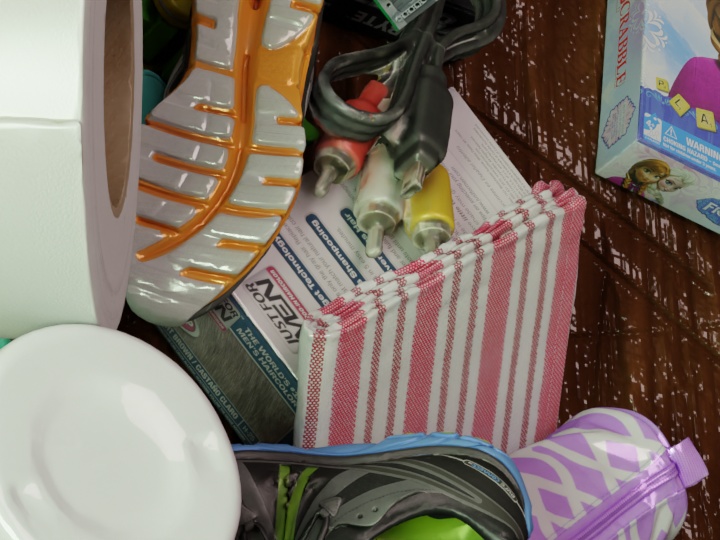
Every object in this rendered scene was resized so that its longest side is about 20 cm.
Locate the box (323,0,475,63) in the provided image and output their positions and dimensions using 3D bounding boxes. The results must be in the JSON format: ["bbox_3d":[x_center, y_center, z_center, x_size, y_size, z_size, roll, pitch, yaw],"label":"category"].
[{"bbox_3d":[-0.021,-0.226,1.551,0.199,0.050,0.199,17,54,-27],"label":"box"}]

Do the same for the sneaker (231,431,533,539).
[{"bbox_3d":[-0.025,0.117,1.263,0.199,0.071,0.083,-8,31,-3],"label":"sneaker"}]

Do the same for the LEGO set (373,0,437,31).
[{"bbox_3d":[0.010,-0.217,1.397,0.154,0.116,0.200,51,4,-29],"label":"LEGO set"}]

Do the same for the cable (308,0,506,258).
[{"bbox_3d":[0.017,-0.089,1.425,0.097,0.050,0.200,36,36,-19],"label":"cable"}]

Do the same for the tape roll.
[{"bbox_3d":[-0.159,-0.075,1.142,0.138,0.203,0.203,1,57,1],"label":"tape roll"}]

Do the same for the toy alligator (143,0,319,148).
[{"bbox_3d":[-0.097,-0.129,1.426,0.200,0.059,0.054,35,48,-15],"label":"toy alligator"}]

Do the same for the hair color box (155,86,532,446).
[{"bbox_3d":[0.000,0.000,1.416,0.200,0.061,0.100,-32,82,-44],"label":"hair color box"}]

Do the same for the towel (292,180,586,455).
[{"bbox_3d":[0.031,0.052,1.368,0.030,0.147,0.200,26,35,32],"label":"towel"}]

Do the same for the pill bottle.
[{"bbox_3d":[-0.140,0.112,1.145,0.114,0.200,0.115,18,54,-27],"label":"pill bottle"}]

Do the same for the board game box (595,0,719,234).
[{"bbox_3d":[0.225,-0.101,1.662,0.199,0.041,0.200,24,51,-23],"label":"board game box"}]

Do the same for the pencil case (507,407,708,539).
[{"bbox_3d":[0.070,0.132,1.369,0.200,0.085,0.084,-34,92,-45],"label":"pencil case"}]

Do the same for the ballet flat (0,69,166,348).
[{"bbox_3d":[-0.138,-0.011,1.314,0.067,0.070,0.201,47,40,-31],"label":"ballet flat"}]

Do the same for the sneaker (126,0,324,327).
[{"bbox_3d":[-0.058,-0.059,1.333,0.078,0.077,0.201,18,63,2],"label":"sneaker"}]
